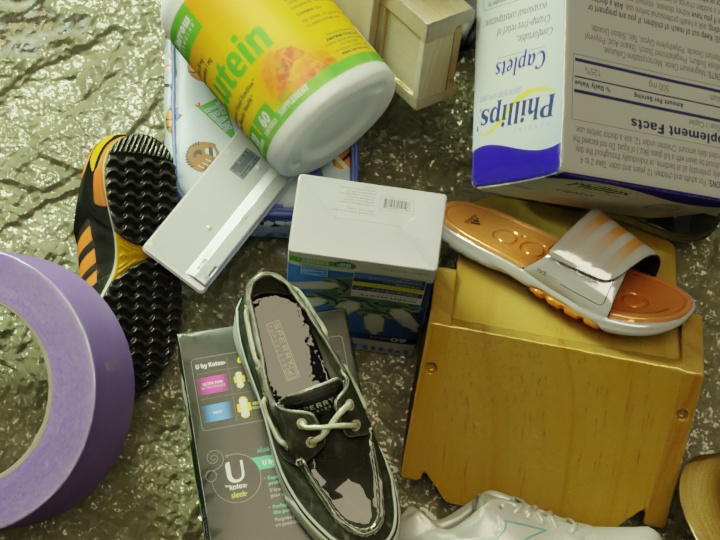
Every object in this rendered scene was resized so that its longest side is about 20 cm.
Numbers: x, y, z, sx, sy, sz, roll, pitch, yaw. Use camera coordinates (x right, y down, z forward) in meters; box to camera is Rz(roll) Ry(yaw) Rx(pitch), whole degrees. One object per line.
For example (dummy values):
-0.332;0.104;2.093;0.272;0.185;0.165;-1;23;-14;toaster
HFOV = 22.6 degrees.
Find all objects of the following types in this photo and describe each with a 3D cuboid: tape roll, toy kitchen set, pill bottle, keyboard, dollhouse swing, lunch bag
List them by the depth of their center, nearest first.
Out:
-0.267;0.085;1.272;0.199;0.085;0.201;-1;87;13;tape roll
-0.076;-0.176;1.311;0.111;0.111;0.200;-35;75;-14;pill bottle
-0.080;-0.074;1.338;0.056;0.011;0.200;35;71;9;keyboard
0.055;-0.263;1.343;0.180;0.164;0.200;-24;53;-28;toy kitchen set
0.143;0.066;1.364;0.199;0.176;0.182;10;112;-1;dollhouse swing
-0.073;-0.125;1.396;0.160;0.076;0.201;1;72;-5;lunch bag

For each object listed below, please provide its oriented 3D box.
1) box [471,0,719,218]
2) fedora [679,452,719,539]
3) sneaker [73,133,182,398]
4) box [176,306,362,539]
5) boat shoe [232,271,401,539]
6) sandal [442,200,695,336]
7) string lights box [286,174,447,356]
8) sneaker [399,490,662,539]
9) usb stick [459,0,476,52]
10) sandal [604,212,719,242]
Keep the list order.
0.180;-0.149;1.293;0.183;0.105;0.201;7;81;-35;box
0.297;0.219;1.278;0.200;0.082;0.201;21;32;-14;fedora
-0.181;-0.004;1.356;0.070;0.090;0.201;1;95;-28;sneaker
-0.054;0.147;1.263;0.124;0.149;0.201;-9;72;-6;box
-0.031;0.096;1.170;0.070;0.064;0.200;-24;75;-14;boat shoe
0.145;-0.018;1.301;0.206;0.059;0.079;25;36;20;sandal
0.000;0.000;1.289;0.102;0.200;0.059;8;70;0;string lights box
0.118;0.196;1.288;0.199;0.070;0.081;-7;85;-3;sneaker
0.010;-0.238;1.459;0.199;0.033;0.056;27;69;6;usb stick
0.186;-0.079;1.405;0.201;0.057;0.080;31;82;0;sandal
